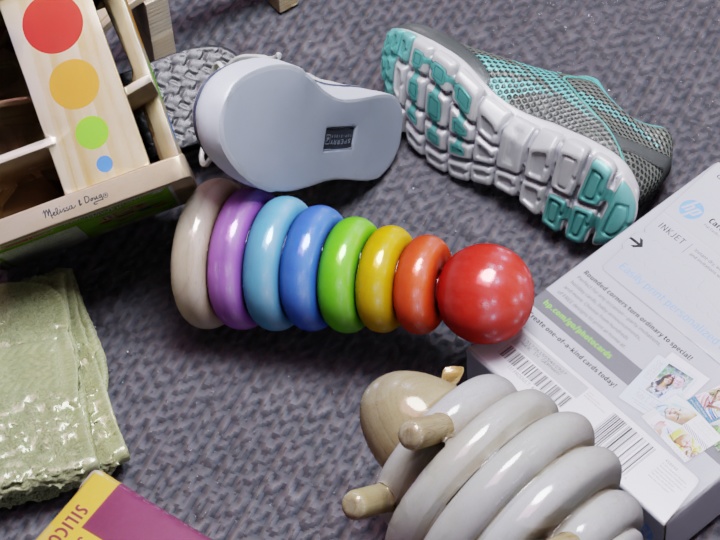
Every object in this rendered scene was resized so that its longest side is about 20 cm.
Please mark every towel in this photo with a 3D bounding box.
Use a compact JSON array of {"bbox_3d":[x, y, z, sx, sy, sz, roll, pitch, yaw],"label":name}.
[{"bbox_3d":[-0.235,0.078,1.271,0.198,0.037,0.149,-14,53,-8],"label":"towel"}]

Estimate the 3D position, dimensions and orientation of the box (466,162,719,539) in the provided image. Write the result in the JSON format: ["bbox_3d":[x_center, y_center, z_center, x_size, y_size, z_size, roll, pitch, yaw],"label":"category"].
[{"bbox_3d":[0.181,0.044,1.269,0.199,0.041,0.156,-36,58,-22],"label":"box"}]

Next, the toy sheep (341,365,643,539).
[{"bbox_3d":[0.075,0.125,1.157,0.138,0.138,0.200,-36,71,-23],"label":"toy sheep"}]

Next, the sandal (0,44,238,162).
[{"bbox_3d":[-0.160,-0.082,1.381,0.199,0.048,0.076,-11,84,-6],"label":"sandal"}]

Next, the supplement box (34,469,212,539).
[{"bbox_3d":[-0.087,0.212,1.113,0.199,0.104,0.131,27,57,22],"label":"supplement box"}]

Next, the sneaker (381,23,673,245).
[{"bbox_3d":[0.100,-0.090,1.372,0.199,0.078,0.091,36,45,24],"label":"sneaker"}]

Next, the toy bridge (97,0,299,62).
[{"bbox_3d":[-0.130,-0.154,1.428,0.199,0.067,0.027,-27,55,-18],"label":"toy bridge"}]

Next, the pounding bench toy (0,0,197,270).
[{"bbox_3d":[-0.210,-0.086,1.292,0.199,0.124,0.157,-20,87,-2],"label":"pounding bench toy"}]

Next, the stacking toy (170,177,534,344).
[{"bbox_3d":[0.000,0.000,1.268,0.198,0.086,0.086,6,52,20],"label":"stacking toy"}]

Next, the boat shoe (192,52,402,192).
[{"bbox_3d":[-0.056,-0.091,1.317,0.086,0.075,0.202,16,10,27],"label":"boat shoe"}]
